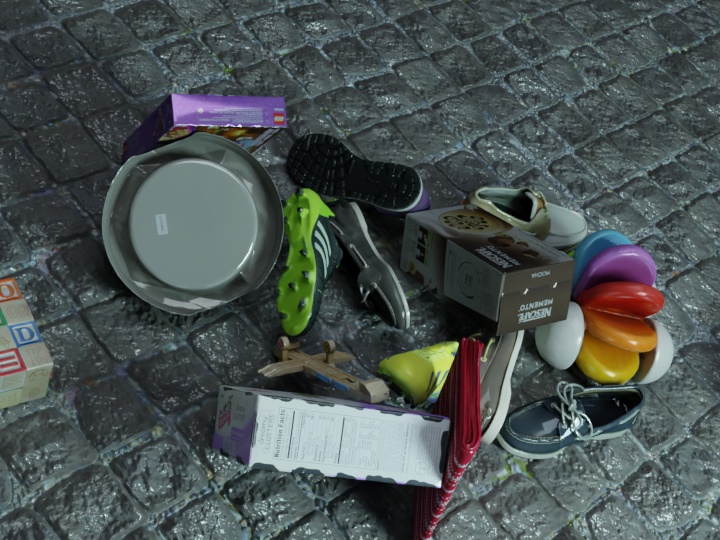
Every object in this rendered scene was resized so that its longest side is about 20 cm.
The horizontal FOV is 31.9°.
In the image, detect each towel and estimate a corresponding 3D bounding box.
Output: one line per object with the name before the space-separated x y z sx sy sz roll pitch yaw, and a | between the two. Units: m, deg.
towel | 0.087 0.182 1.286 0.022 0.201 0.146 12 45 -5

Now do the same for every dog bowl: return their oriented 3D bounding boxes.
dog bowl | -0.186 -0.050 1.402 0.197 0.059 0.203 1 87 -10

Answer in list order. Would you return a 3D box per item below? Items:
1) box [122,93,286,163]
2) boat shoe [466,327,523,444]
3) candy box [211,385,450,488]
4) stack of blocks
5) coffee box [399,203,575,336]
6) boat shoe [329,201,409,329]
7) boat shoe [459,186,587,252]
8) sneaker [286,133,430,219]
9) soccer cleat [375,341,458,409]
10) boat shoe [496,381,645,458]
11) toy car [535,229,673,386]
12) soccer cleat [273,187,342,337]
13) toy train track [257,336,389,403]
box | -0.186 -0.157 1.476 0.135 0.200 0.040 -2 80 -26
boat shoe | 0.146 0.109 1.477 0.059 0.072 0.201 23 49 -6
candy box | -0.035 0.164 1.267 0.198 0.168 0.072 9 86 -18
stack of blocks | -0.417 0.086 1.234 0.198 0.059 0.116 -13 57 -34
coffee box | 0.150 -0.005 1.520 0.112 0.081 0.200 -9 27 -31
boat shoe | 0.000 0.000 1.518 0.056 0.067 0.201 -17 51 -13
boat shoe | 0.222 -0.069 1.677 0.198 0.069 0.075 1 50 -25
sneaker | -0.003 -0.108 1.617 0.198 0.088 0.076 24 81 24
soccer cleat | 0.070 0.104 1.369 0.065 0.084 0.200 43 3 14
boat shoe | 0.249 0.171 1.473 0.198 0.062 0.075 -2 53 -27
toy car | 0.309 0.035 1.563 0.173 0.151 0.202 10 46 -16
soccer cleat | -0.055 -0.006 1.456 0.081 0.067 0.202 34 43 -38
toy train track | -0.035 0.098 1.342 0.114 0.033 0.199 -9 17 -32
